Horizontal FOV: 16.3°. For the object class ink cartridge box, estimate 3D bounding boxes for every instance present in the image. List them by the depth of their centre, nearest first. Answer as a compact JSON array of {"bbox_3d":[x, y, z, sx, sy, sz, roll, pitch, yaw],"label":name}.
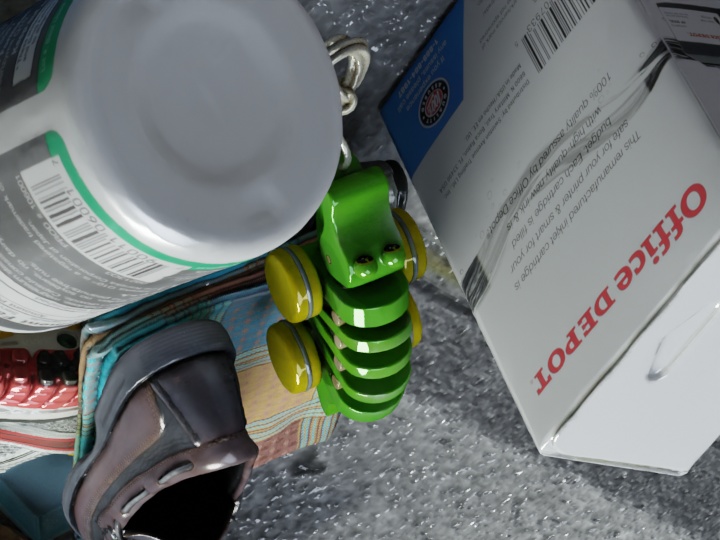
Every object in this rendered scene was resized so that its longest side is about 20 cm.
[{"bbox_3d":[0.105,-0.040,1.012,0.084,0.201,0.145,11,130,-35],"label":"ink cartridge box"}]

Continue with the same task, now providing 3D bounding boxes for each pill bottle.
[{"bbox_3d":[-0.105,-0.040,0.917,0.113,0.114,0.200,10,164,-34],"label":"pill bottle"}]

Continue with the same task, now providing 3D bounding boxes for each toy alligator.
[{"bbox_3d":[0.000,0.000,0.984,0.059,0.054,0.201,-20,139,-21],"label":"toy alligator"}]

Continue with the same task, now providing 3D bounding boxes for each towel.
[{"bbox_3d":[-0.058,0.050,1.097,0.146,0.022,0.200,-21,156,-20],"label":"towel"}]

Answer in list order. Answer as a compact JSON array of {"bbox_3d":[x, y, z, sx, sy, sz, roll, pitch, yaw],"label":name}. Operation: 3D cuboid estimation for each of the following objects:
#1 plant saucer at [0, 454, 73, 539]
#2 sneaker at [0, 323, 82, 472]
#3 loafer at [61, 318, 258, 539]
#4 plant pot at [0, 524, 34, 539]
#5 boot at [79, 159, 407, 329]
[{"bbox_3d":[-0.082,0.063,1.178,0.199,0.019,0.070,-27,141,5],"label":"plant saucer"},{"bbox_3d":[-0.192,0.062,1.073,0.199,0.078,0.082,-3,138,-24],"label":"sneaker"},{"bbox_3d":[-0.080,0.093,1.052,0.072,0.063,0.200,-21,157,-20],"label":"loafer"},{"bbox_3d":[-0.143,0.226,1.204,0.200,0.201,0.198,-36,132,14],"label":"plant pot"},{"bbox_3d":[-0.036,-0.039,1.042,0.130,0.068,0.200,-5,155,-28],"label":"boot"}]
